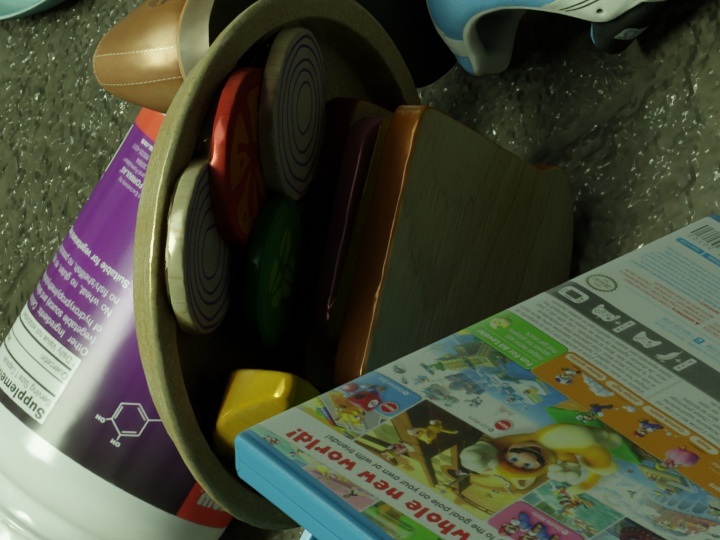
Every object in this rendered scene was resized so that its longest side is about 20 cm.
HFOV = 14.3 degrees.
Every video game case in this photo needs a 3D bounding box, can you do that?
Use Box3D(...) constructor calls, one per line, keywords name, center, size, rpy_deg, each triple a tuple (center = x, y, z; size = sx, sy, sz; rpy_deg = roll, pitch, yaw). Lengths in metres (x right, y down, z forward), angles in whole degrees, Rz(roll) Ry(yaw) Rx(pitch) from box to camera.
Box3D(name="video game case", center=(0.083, 0.050, 0.869), size=(0.143, 0.200, 0.018), rpy_deg=(34, 137, 42))

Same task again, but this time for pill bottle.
Box3D(name="pill bottle", center=(-0.074, 0.031, 1.106), size=(0.200, 0.112, 0.112), rpy_deg=(-59, 39, 6))

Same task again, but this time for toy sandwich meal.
Box3D(name="toy sandwich meal", center=(0.000, 0.000, 0.979), size=(0.070, 0.205, 0.206), rpy_deg=(4, 72, 30))

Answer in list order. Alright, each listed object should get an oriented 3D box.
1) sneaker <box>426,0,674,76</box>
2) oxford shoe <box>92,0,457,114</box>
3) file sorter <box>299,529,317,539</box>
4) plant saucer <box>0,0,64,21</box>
Box3D(name="sneaker", center=(0.112, -0.123, 1.035), size=(0.200, 0.072, 0.073), rpy_deg=(-16, 96, 34))
Box3D(name="oxford shoe", center=(-0.025, -0.096, 1.065), size=(0.071, 0.200, 0.072), rpy_deg=(-4, 97, 34))
Box3D(name="file sorter", center=(0.060, 0.157, 0.863), size=(0.139, 0.122, 0.200), rpy_deg=(-62, 38, 15))
Box3D(name="plant saucer", center=(-0.138, -0.207, 1.377), size=(0.200, 0.027, 0.201), rpy_deg=(-26, 51, 37))
